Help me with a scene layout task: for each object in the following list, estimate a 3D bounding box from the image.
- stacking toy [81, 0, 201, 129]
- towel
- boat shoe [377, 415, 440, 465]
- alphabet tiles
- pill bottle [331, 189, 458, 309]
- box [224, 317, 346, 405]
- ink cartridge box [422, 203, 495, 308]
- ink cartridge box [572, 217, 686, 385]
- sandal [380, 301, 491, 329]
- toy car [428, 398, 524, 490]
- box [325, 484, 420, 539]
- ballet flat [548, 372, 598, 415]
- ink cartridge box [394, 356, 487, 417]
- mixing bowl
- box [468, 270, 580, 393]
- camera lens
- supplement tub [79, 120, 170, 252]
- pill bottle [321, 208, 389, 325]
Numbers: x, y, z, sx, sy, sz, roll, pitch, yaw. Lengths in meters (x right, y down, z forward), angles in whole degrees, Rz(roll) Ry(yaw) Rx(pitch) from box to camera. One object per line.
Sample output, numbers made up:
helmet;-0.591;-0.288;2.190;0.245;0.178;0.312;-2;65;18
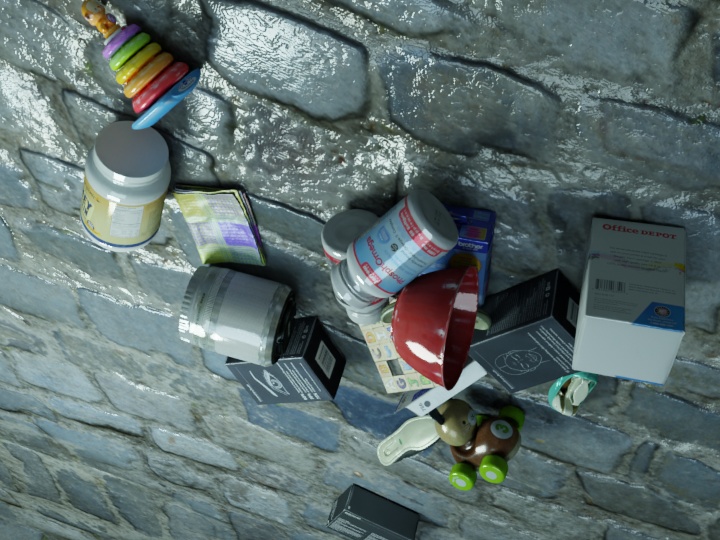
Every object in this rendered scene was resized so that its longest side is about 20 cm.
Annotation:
stacking toy;-0.348;-0.330;1.404;0.109;0.116;0.201;-27;109;41
towel;-0.258;-0.080;1.698;0.142;0.023;0.201;4;138;16
boat shoe;0.122;0.370;2.043;0.067;0.073;0.199;3;149;-44
alphabet tiles;0.068;0.131;1.730;0.166;0.008;0.202;-16;99;49
pill bottle;0.049;-0.028;1.448;0.108;0.109;0.200;38;119;-23
box;-0.153;0.189;1.899;0.198;0.105;0.149;-6;135;28
ink cartridge box;0.151;-0.037;1.544;0.134;0.077;0.202;10;138;11
ink cartridge box;0.416;0.045;1.431;0.145;0.202;0.146;9;142;11
sandal;0.127;0.089;1.605;0.198;0.058;0.080;4;161;19
toy car;0.213;0.307;1.858;0.157;0.165;0.200;-26;113;41
box;0.031;0.641;2.364;0.198;0.080;0.141;27;143;-8
ballet flat;0.399;0.233;1.755;0.066;0.071;0.201;16;141;3
ink cartridge box;0.158;0.216;1.756;0.199;0.099;0.039;-35;95;21
mixing bowl;0.114;0.083;1.489;0.107;0.201;0.202;11;141;20
box;0.304;0.112;1.626;0.199;0.108;0.148;-25;124;39
camera lens;-0.229;0.086;1.768;0.197;0.161;0.161;15;141;5
supplement tub;-0.403;-0.143;1.586;0.143;0.146;0.201;23;140;-5
pill bottle;0.000;0.000;1.616;0.109;0.112;0.201;5;139;16
